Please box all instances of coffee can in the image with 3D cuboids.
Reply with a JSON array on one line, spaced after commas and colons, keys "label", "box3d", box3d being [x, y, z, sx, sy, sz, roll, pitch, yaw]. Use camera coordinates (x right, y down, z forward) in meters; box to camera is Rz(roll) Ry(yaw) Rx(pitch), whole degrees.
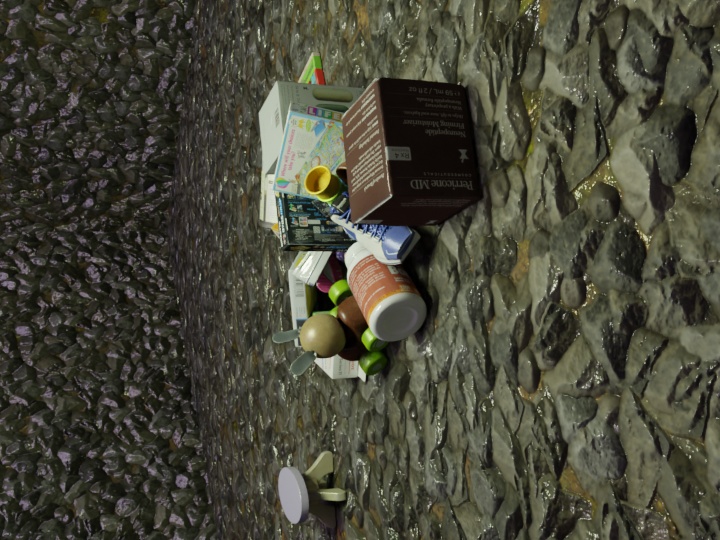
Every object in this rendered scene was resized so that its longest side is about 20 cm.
[{"label": "coffee can", "box3d": [-0.177, -0.209, 1.900, 0.146, 0.146, 0.200, -149, 60, -63]}]

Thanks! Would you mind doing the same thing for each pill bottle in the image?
[{"label": "pill bottle", "box3d": [0.040, 0.030, 1.443, 0.200, 0.112, 0.112, -118, 34, -46]}]

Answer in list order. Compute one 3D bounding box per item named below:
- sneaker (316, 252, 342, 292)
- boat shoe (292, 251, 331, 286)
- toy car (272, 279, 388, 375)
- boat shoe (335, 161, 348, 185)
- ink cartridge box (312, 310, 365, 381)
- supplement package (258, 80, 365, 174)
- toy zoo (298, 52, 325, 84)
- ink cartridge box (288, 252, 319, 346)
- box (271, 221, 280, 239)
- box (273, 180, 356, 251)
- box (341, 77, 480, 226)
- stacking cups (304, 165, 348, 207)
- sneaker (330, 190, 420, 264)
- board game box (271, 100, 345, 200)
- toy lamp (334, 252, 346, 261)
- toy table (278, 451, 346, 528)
[{"label": "sneaker", "box3d": [-0.087, -0.045, 1.781, 0.088, 0.081, 0.200, 157, 116, -72]}, {"label": "boat shoe", "box3d": [-0.087, -0.066, 1.697, 0.200, 0.065, 0.074, -63, 2, -12]}, {"label": "toy car", "box3d": [-0.068, 0.141, 1.536, 0.164, 0.200, 0.158, 51, 151, 35]}, {"label": "boat shoe", "box3d": [0.034, -0.149, 1.410, 0.200, 0.068, 0.072, 37, 130, 33]}, {"label": "ink cartridge box", "box3d": [-0.051, 0.172, 1.725, 0.200, 0.067, 0.117, -152, 64, -64]}, {"label": "supplement package", "box3d": [-0.099, -0.300, 1.639, 0.151, 0.200, 0.152, 144, 122, -62]}, {"label": "toy zoo", "box3d": [-0.116, -0.424, 1.903, 0.131, 0.020, 0.200, 132, 132, -58]}, {"label": "ink cartridge box", "box3d": [-0.131, 0.056, 1.861, 0.200, 0.047, 0.198, -67, -26, -67]}, {"label": "box", "box3d": [-0.100, -0.139, 1.725, 0.042, 0.200, 0.119, 56, 165, -22]}, {"label": "box", "box3d": [-0.076, -0.120, 1.596, 0.046, 0.200, 0.159, 143, 122, -59]}, {"label": "box", "box3d": [0.079, -0.191, 1.268, 0.164, 0.166, 0.200, 149, 116, -63]}, {"label": "stacking cups", "box3d": [-0.030, -0.142, 1.503, 0.060, 0.200, 0.061, -12, 67, 29]}, {"label": "sneaker", "box3d": [0.005, -0.086, 1.397, 0.199, 0.115, 0.081, 31, 86, 46]}, {"label": "board game box", "box3d": [-0.090, -0.225, 1.477, 0.200, 0.134, 0.034, 111, 166, -46]}, {"label": "toy lamp", "box3d": [0.000, 0.000, 1.612, 0.200, 0.058, 0.058, -123, 38, -55]}, {"label": "toy table", "box3d": [-0.119, 0.540, 1.846, 0.200, 0.117, 0.184, -161, 70, -66]}]
